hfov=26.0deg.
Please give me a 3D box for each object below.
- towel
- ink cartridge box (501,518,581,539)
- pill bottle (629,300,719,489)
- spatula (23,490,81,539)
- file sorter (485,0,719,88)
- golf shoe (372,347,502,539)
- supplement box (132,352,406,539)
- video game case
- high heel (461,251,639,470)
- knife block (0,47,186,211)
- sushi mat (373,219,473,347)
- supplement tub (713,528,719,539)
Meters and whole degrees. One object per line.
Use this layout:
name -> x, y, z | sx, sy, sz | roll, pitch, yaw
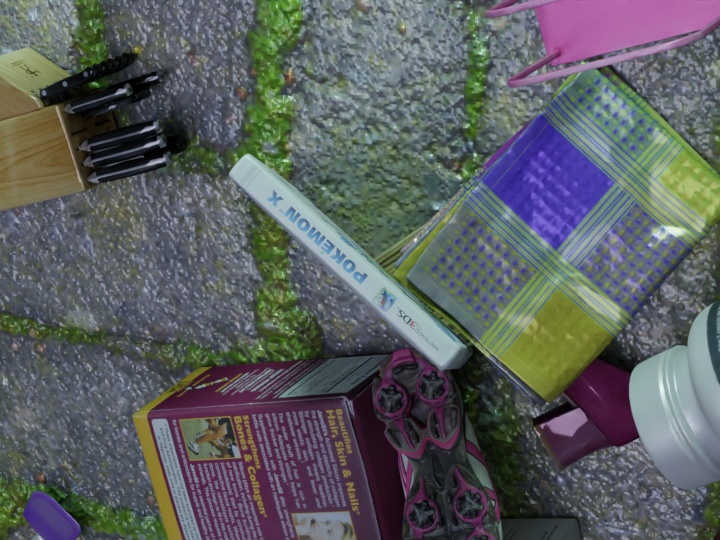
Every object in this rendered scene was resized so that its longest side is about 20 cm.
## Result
towel -> 0.135, -0.024, 1.031 | 0.144, 0.023, 0.200 | 45, 94, 6
ink cartridge box -> 0.074, 0.272, 1.186 | 0.198, 0.083, 0.148 | -6, 106, 29
pill bottle -> 0.275, 0.061, 0.983 | 0.199, 0.119, 0.120 | -29, 94, 32
spatula -> -0.312, 0.267, 1.423 | 0.056, 0.021, 0.200 | 43, 122, 6
file sorter -> 0.136, -0.226, 0.947 | 0.138, 0.125, 0.202 | -10, 103, 30
golf shoe -> 0.063, 0.154, 1.112 | 0.072, 0.092, 0.202 | -12, 81, 12
supplement box -> -0.056, 0.143, 1.196 | 0.198, 0.103, 0.132 | -5, 105, 30
video game case -> 0.000, 0.000, 1.052 | 0.182, 0.200, 0.022 | 42, 91, 7
high heel -> 0.134, 0.034, 1.084 | 0.096, 0.067, 0.201 | -29, 102, 7
knife block -> -0.228, -0.086, 1.224 | 0.175, 0.064, 0.201 | 35, 120, 13
sushi mat -> 0.096, -0.010, 1.113 | 0.199, 0.012, 0.096 | -33, 91, 33
supplement tub -> 0.263, 0.269, 1.074 | 0.106, 0.107, 0.202 | 27, 119, 17
